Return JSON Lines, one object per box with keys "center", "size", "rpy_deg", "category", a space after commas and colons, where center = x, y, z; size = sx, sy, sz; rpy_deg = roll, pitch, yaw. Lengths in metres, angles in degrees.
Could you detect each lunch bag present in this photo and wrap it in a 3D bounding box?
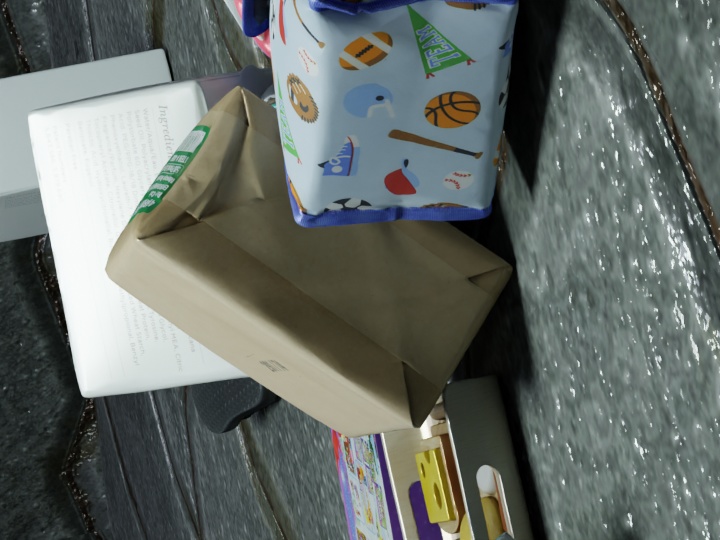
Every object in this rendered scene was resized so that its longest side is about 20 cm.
{"center": [0.005, -0.149, 1.124], "size": [0.170, 0.123, 0.201], "rpy_deg": [98, 169, -54], "category": "lunch bag"}

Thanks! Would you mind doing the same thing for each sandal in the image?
{"center": [-0.106, 0.106, 2.077], "size": [0.200, 0.048, 0.076], "rpy_deg": [-19, 81, 65], "category": "sandal"}

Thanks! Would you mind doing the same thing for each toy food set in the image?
{"center": [0.050, 0.142, 1.320], "size": [0.200, 0.060, 0.144], "rpy_deg": [145, 113, -76], "category": "toy food set"}

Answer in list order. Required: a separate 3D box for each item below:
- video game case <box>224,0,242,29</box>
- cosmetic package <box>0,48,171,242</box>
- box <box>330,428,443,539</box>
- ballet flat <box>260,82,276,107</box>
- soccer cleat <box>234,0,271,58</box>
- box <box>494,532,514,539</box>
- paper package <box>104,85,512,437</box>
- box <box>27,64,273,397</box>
{"center": [-0.118, -0.292, 1.600], "size": [0.182, 0.024, 0.201], "rpy_deg": [58, -164, -57], "category": "video game case"}
{"center": [-0.290, -0.125, 2.317], "size": [0.200, 0.199, 0.123], "rpy_deg": [130, 127, -75], "category": "cosmetic package"}
{"center": [0.025, 0.184, 1.527], "size": [0.137, 0.039, 0.201], "rpy_deg": [-153, 52, -73], "category": "box"}
{"center": [-0.025, -0.045, 1.507], "size": [0.073, 0.073, 0.201], "rpy_deg": [-121, 16, -57], "category": "ballet flat"}
{"center": [-0.061, -0.227, 1.522], "size": [0.076, 0.067, 0.201], "rpy_deg": [20, -132, -68], "category": "soccer cleat"}
{"center": [0.088, 0.214, 1.148], "size": [0.144, 0.036, 0.200], "rpy_deg": [51, 162, 8], "category": "box"}
{"center": [-0.035, 0.003, 1.263], "size": [0.104, 0.190, 0.200], "rpy_deg": [-58, 7, -10], "category": "paper package"}
{"center": [-0.114, -0.032, 1.569], "size": [0.199, 0.130, 0.201], "rpy_deg": [-25, -75, -71], "category": "box"}
